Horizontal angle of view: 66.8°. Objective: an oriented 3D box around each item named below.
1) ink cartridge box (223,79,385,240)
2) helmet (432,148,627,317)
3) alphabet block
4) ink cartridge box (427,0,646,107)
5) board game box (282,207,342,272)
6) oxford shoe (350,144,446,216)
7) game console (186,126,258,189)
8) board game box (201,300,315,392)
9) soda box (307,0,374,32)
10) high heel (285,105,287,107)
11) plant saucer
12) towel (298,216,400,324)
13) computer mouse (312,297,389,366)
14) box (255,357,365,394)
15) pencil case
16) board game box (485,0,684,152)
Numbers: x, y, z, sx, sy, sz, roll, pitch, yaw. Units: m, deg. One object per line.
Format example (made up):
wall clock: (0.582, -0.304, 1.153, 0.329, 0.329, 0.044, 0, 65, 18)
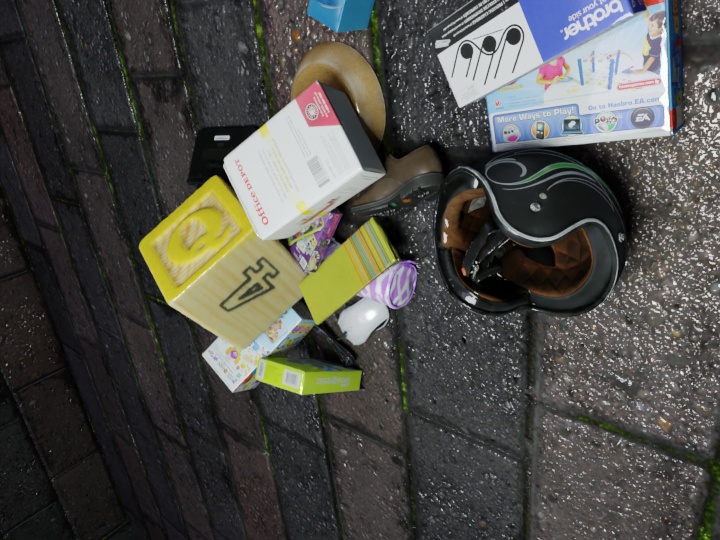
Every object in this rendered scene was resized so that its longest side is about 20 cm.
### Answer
ink cartridge box: (-0.086, -0.155, 0.809, 0.200, 0.083, 0.145, -30, 82, 26)
helmet: (0.199, -0.043, 0.631, 0.200, 0.190, 0.200, 178, 90, -71)
alphabet block: (-0.236, -0.012, 0.982, 0.195, 0.196, 0.200, 44, 176, 41)
ink cartridge box: (0.171, -0.256, 0.562, 0.200, 0.044, 0.094, -18, 101, 47)
board game box: (-0.107, -0.103, 0.945, 0.200, 0.032, 0.120, 53, 132, 40)
oxford shoe: (0.053, -0.132, 0.826, 0.200, 0.073, 0.085, -20, 74, 50)
game console: (-0.248, -0.189, 1.110, 0.200, 0.116, 0.176, 10, 89, 40)
board game box: (-0.199, 0.135, 1.102, 0.200, 0.103, 0.105, -46, 74, 6)
soda box: (-0.007, -0.423, 0.709, 0.064, 0.068, 0.200, 39, 134, 22)
high heel: (-0.140, -0.218, 0.924, 0.200, 0.067, 0.096, -50, 30, 33)
plant saucer: (-0.049, -0.254, 0.868, 0.200, 0.035, 0.200, 23, 127, 34)
towel: (-0.024, 0.004, 0.889, 0.200, 0.018, 0.086, -40, 64, 32)
computer mouse: (-0.018, 0.107, 1.031, 0.110, 0.044, 0.200, 52, 138, 10)
box: (-0.090, 0.204, 1.066, 0.122, 0.200, 0.048, 8, 87, 36)
pencil case: (0.000, 0.000, 0.933, 0.200, 0.084, 0.086, 19, 92, 35)
board game box: (0.231, -0.238, 0.590, 0.200, 0.056, 0.196, 5, 115, 42)
